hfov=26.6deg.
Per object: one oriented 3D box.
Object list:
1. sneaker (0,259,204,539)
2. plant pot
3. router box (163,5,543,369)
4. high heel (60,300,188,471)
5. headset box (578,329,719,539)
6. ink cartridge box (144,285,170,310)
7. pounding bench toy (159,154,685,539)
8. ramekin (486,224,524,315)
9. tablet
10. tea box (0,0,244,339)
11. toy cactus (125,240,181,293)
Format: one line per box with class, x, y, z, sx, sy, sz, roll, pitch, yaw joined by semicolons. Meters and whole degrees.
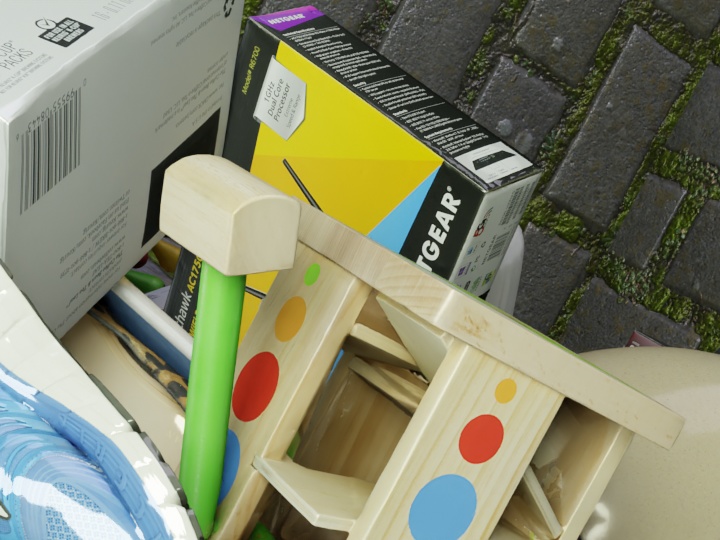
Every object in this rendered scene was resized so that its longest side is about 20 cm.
sneaker;-0.118;0.068;0.489;0.200;0.089;0.079;46;-18;15
plant pot;0.186;0.123;0.841;0.200;0.134;0.202;-24;90;-84
router box;-0.015;-0.002;0.731;0.149;0.201;0.051;38;37;25
high heel;-0.124;0.047;0.667;0.200;0.072;0.142;37;-8;-25
headset box;0.217;0.144;1.059;0.075;0.201;0.149;27;3;-27
ink cartridge box;-0.115;0.022;1.010;0.199;0.048;0.160;20;-5;-23
pounding bench toy;-0.018;0.066;0.554;0.199;0.157;0.124;28;2;-34
ramekin;0.000;0.000;0.887;0.199;0.098;0.201;11;25;-5
tablet;-0.114;0.026;0.750;0.200;0.014;0.130;38;-18;22
tea box;-0.180;-0.079;0.641;0.195;0.134;0.200;20;35;12
toy cactus;-0.223;-0.041;1.102;0.164;0.103;0.200;10;-15;41
